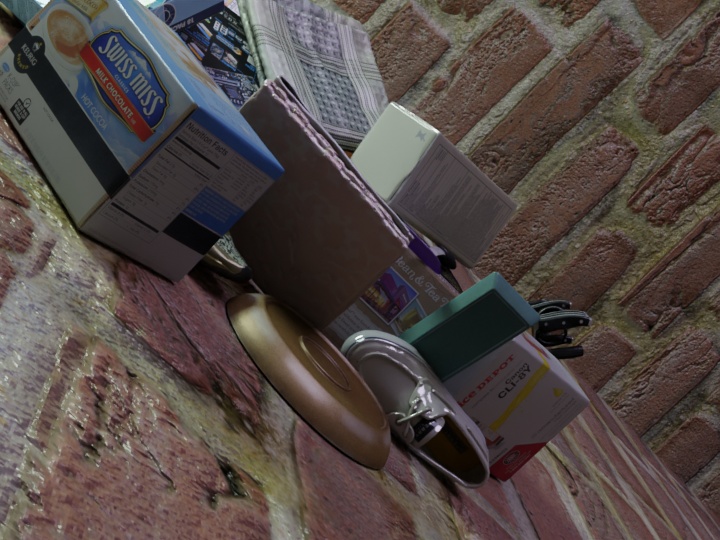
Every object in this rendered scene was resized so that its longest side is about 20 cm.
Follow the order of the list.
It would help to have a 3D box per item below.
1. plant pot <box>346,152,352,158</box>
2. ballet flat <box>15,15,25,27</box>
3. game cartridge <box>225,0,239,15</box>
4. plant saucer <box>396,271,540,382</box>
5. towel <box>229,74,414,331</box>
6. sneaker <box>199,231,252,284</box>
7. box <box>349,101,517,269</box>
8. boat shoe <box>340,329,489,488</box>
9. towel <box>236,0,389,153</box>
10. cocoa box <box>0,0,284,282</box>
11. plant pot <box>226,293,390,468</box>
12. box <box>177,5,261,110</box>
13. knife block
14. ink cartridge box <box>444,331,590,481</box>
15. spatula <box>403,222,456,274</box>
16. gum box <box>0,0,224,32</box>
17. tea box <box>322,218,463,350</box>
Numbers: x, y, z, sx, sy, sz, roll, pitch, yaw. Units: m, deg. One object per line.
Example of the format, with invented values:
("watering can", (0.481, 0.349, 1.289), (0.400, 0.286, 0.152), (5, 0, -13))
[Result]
("plant pot", (-0.087, -0.162, 1.544), (0.200, 0.183, 0.200), (45, 8, -8))
("ballet flat", (-0.352, -0.320, 1.350), (0.073, 0.073, 0.200), (36, 13, -52))
("game cartridge", (-0.130, -0.235, 1.414), (0.133, 0.200, 0.041), (43, -36, -6))
("plant saucer", (0.081, 0.077, 1.269), (0.070, 0.199, 0.019), (43, 32, -18))
("towel", (-0.063, -0.052, 1.186), (0.201, 0.191, 0.032), (50, 45, 2))
("sneaker", (-0.144, -0.073, 1.145), (0.200, 0.089, 0.077), (51, 10, 29))
("box", (0.078, -0.087, 1.370), (0.078, 0.095, 0.200), (39, 2, 36))
("boat shoe", (0.057, 0.140, 1.253), (0.200, 0.071, 0.070), (49, 8, -21))
("towel", (-0.038, -0.213, 1.366), (0.191, 0.034, 0.202), (10, 52, -42))
("cocoa box", (-0.181, -0.119, 1.026), (0.200, 0.131, 0.133), (51, 10, 32))
("plant pot", (-0.038, 0.089, 1.134), (0.200, 0.027, 0.200), (46, 8, -9))
("box", (-0.133, -0.177, 1.303), (0.199, 0.050, 0.200), (34, 41, -20))
("knife block", (0.173, 0.082, 1.553), (0.174, 0.065, 0.199), (4, 14, 40))
("ink cartridge box", (0.148, 0.136, 1.455), (0.200, 0.145, 0.084), (37, 13, -46))
("spatula", (0.076, -0.016, 1.306), (0.057, 0.021, 0.200), (45, 8, 14))
("gum box", (-0.259, -0.289, 1.261), (0.200, 0.169, 0.045), (42, -34, 26))
("tea box", (0.000, 0.000, 1.384), (0.200, 0.134, 0.197), (43, 8, -18))
